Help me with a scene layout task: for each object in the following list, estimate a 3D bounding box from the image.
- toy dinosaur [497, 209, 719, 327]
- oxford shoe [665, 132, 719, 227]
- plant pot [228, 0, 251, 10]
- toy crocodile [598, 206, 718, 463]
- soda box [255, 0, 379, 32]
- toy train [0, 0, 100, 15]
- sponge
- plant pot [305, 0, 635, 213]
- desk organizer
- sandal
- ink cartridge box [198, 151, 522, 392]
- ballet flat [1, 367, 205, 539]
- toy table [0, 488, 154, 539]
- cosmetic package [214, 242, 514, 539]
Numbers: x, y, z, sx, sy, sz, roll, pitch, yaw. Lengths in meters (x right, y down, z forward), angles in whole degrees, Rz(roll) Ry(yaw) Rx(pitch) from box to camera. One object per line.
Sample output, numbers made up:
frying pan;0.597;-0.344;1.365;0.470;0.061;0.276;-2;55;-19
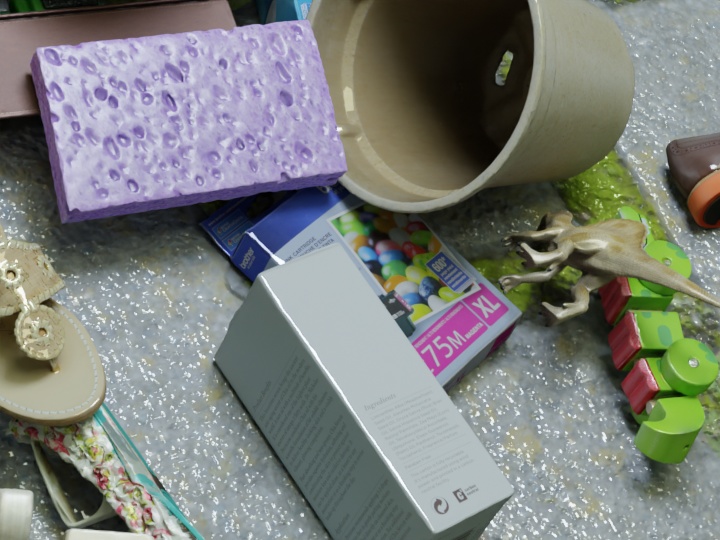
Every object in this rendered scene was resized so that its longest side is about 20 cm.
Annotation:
toy dinosaur;0.157;-0.009;1.530;0.101;0.059;0.200;-26;29;-24
oxford shoe;0.322;-0.091;1.721;0.199;0.071;0.073;-11;56;-29
plant pot;-0.127;-0.274;1.545;0.198;0.190;0.201;-5;61;9
toy crocodile;0.197;0.044;1.567;0.061;0.068;0.201;3;55;-21
soda box;-0.044;-0.233;1.666;0.064;0.068;0.201;1;56;-21
toy train;-0.267;-0.166;1.528;0.199;0.057;0.042;-9;60;-29
sponge;-0.112;-0.100;1.488;0.199;0.030;0.112;-9;77;-26
plant pot;0.090;-0.136;1.569;0.183;0.200;0.201;3;50;-53
desk organizer;-0.176;-0.128;1.530;0.199;0.072;0.077;-9;65;-27
sandal;-0.223;0.004;1.372;0.077;0.070;0.212;-24;47;-16
ink cartridge box;0.000;0.000;1.534;0.200;0.042;0.119;42;50;12
ballet flat;-0.142;0.144;1.359;0.064;0.076;0.200;-38;69;-7
toy table;-0.201;0.195;1.229;0.199;0.184;0.118;12;68;-26
cosmetic package;-0.001;0.096;1.422;0.071;0.102;0.201;-22;67;-35
